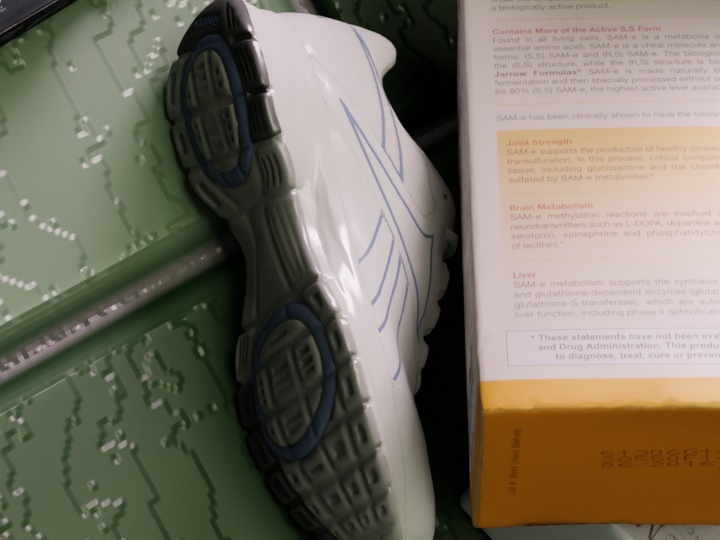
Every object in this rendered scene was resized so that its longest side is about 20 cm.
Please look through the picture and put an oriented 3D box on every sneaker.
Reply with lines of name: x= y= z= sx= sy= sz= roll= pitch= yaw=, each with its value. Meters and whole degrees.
sneaker: x=0.000 y=0.000 z=0.838 sx=0.087 sy=0.074 sz=0.201 roll=-6 pitch=80 yaw=-37

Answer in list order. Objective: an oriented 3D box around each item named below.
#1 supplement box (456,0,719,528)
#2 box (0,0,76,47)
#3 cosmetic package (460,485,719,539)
supplement box: x=0.096 y=-0.015 z=0.834 sx=0.125 sy=0.074 sz=0.201 roll=0 pitch=53 yaw=1
box: x=-0.184 y=-0.120 z=0.773 sx=0.200 sy=0.051 sz=0.158 roll=-37 pitch=97 yaw=-32
cosmetic package: x=0.137 y=0.045 z=0.905 sx=0.101 sy=0.071 sz=0.200 roll=47 pitch=59 yaw=-11
